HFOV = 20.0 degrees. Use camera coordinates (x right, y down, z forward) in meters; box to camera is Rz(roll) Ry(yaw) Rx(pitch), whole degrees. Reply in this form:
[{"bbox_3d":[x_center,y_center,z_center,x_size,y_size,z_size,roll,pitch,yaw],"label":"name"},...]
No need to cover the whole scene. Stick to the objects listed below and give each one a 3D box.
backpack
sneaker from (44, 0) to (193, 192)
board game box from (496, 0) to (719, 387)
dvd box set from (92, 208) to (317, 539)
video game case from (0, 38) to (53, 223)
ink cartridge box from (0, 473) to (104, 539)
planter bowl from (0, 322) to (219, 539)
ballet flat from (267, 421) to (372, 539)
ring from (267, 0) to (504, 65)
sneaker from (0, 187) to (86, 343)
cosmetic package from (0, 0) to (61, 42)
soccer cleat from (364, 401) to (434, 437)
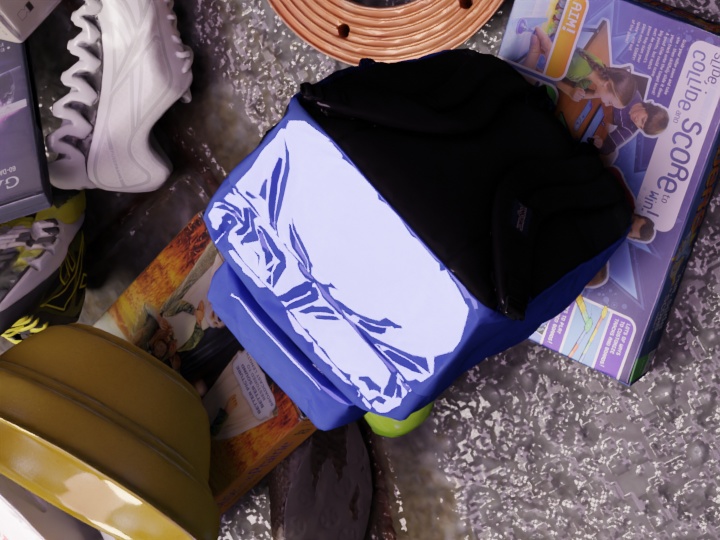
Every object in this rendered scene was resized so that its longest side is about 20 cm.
[{"bbox_3d":[0.028,-0.022,1.050,0.163,0.200,0.168,52,128,7],"label":"backpack"},{"bbox_3d":[-0.135,-0.143,1.226,0.081,0.075,0.201,11,102,2],"label":"sneaker"},{"bbox_3d":[0.126,-0.054,1.124,0.135,0.034,0.201,25,111,20],"label":"board game box"},{"bbox_3d":[-0.112,0.077,1.234,0.200,0.029,0.147,-43,65,37],"label":"dvd box set"},{"bbox_3d":[-0.266,-0.101,1.233,0.142,0.019,0.201,-17,58,5],"label":"video game case"},{"bbox_3d":[-0.258,0.207,1.336,0.146,0.086,0.200,43,114,12],"label":"ink cartridge box"},{"bbox_3d":[-0.148,0.087,1.160,0.200,0.201,0.084,23,72,21],"label":"planter bowl"},{"bbox_3d":[-0.033,0.092,1.223,0.046,0.067,0.201,7,104,53],"label":"ballet flat"},{"bbox_3d":[0.015,-0.215,1.150,0.200,0.019,0.201,6,101,31],"label":"ring"},{"bbox_3d":[-0.198,0.012,1.218,0.074,0.200,0.085,-6,109,12],"label":"sneaker"},{"bbox_3d":[-0.243,-0.206,1.187,0.200,0.104,0.087,15,152,48],"label":"cosmetic package"},{"bbox_3d":[0.000,0.000,1.176,0.067,0.081,0.201,-8,73,-9],"label":"soccer cleat"}]
